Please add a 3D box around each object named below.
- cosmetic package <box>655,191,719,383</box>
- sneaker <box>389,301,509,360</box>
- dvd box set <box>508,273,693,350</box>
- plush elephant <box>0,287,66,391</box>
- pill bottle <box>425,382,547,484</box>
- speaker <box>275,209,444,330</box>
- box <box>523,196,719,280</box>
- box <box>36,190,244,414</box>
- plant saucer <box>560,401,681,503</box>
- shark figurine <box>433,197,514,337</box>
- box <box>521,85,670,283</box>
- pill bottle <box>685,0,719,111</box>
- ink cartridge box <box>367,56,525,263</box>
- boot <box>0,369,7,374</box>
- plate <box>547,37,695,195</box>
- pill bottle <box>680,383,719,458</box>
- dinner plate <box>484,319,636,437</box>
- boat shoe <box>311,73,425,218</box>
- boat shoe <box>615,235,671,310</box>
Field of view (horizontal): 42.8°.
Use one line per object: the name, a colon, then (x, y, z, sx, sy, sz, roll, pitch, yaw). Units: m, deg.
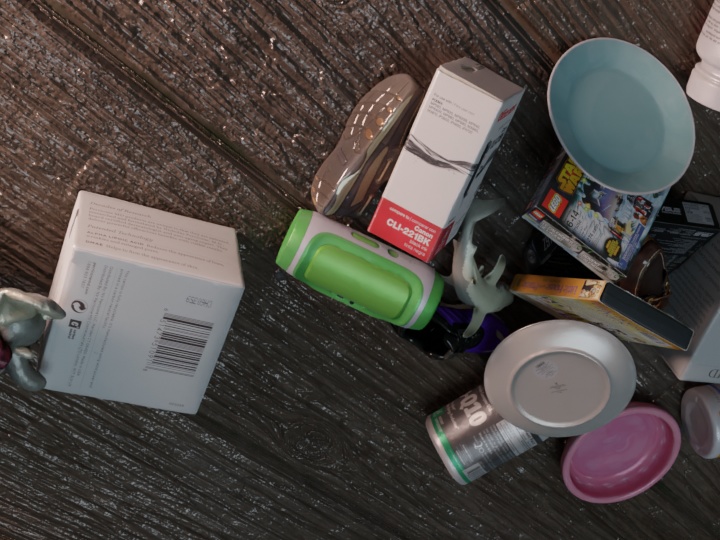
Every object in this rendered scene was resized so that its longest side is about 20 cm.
cosmetic package: (0.506, 0.028, 1.251, 0.166, 0.167, 0.201, 7, 121, -18)
sneaker: (0.120, 0.088, 1.232, 0.199, 0.100, 0.070, 18, 119, -23)
dvd box set: (0.297, 0.049, 1.155, 0.145, 0.200, 0.030, 27, 82, -20)
plush elephant: (-0.401, 0.082, 0.977, 0.154, 0.164, 0.202, -10, 99, -34)
pill bottle: (0.204, 0.214, 1.327, 0.199, 0.113, 0.113, -31, 124, 7)
speaker: (0.000, 0.000, 1.131, 0.199, 0.089, 0.089, 25, 114, -9)
box: (0.338, -0.038, 1.200, 0.198, 0.044, 0.161, 5, 148, -17)
box: (-0.262, 0.041, 1.088, 0.198, 0.131, 0.200, 14, 118, -21)
plant saucer: (0.407, 0.282, 1.460, 0.198, 0.051, 0.202, -7, 123, -10)
shark figurine: (0.131, -0.007, 1.194, 0.128, 0.089, 0.215, -46, 137, -24)
box: (0.293, -0.104, 1.092, 0.136, 0.040, 0.201, 35, 67, -6)
pill bottle: (0.463, -0.288, 1.069, 0.112, 0.114, 0.201, 6, 120, -17)
ink cartridge box: (0.100, -0.129, 1.046, 0.083, 0.144, 0.201, 27, 113, 10)
boot: (-0.505, 0.121, 1.057, 0.198, 0.186, 0.065, -6, 104, -7)
plate: (0.305, -0.179, 1.082, 0.198, 0.202, 0.026, 4, 162, -17)
pill bottle: (0.617, 0.222, 1.437, 0.198, 0.112, 0.113, -10, 124, -7)
dinner plate: (0.262, 0.151, 1.208, 0.198, 0.024, 0.202, 4, 123, 6)
boat shoe: (0.018, -0.143, 1.085, 0.073, 0.075, 0.200, 17, 126, -34)
boat shoe: (0.366, 0.023, 1.173, 0.070, 0.070, 0.200, -41, 155, -6)
